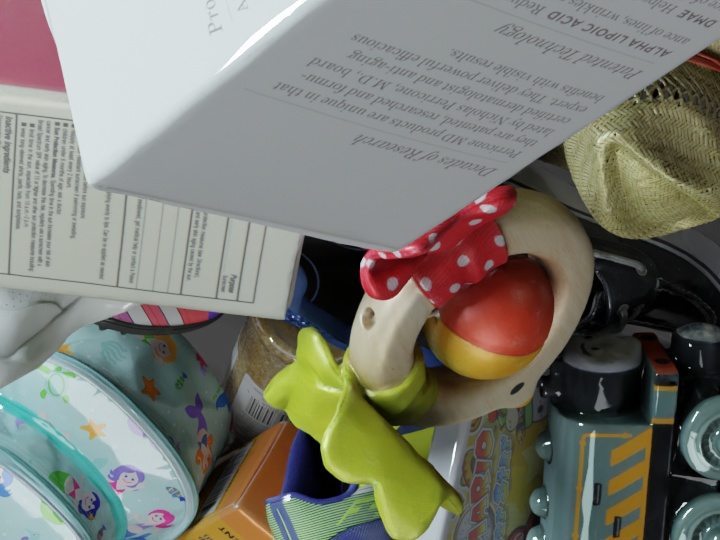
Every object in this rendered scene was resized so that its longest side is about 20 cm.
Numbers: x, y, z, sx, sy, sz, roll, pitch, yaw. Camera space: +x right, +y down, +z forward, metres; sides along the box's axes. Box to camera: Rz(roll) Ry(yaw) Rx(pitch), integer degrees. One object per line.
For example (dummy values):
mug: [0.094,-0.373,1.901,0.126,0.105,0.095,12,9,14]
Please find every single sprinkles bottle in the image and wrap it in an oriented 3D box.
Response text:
sprinkles bottle: [-0.046,0.069,1.287,0.068,0.069,0.200,9,148,-10]

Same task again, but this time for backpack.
backpack: [-0.178,0.095,1.260,0.199,0.151,0.178,-27,115,32]

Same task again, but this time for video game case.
video game case: [0.092,0.127,1.212,0.023,0.202,0.181,15,-176,39]

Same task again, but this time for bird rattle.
bird rattle: [0.038,0.012,1.062,0.162,0.113,0.201,-6,121,-40]

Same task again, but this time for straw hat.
straw hat: [0.133,-0.062,1.040,0.199,0.086,0.202,3,149,2]

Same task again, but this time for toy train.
toy train: [0.141,0.123,1.161,0.113,0.085,0.202,0,110,-7]

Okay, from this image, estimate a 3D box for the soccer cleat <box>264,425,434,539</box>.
soccer cleat: [0.009,0.085,1.211,0.064,0.200,0.084,-21,114,36]

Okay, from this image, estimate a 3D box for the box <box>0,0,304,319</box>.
box: [-0.119,-0.068,1.014,0.198,0.109,0.128,7,138,-6]

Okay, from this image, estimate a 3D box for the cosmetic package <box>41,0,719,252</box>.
cosmetic package: [0.007,-0.132,0.811,0.164,0.166,0.200,12,146,-44]

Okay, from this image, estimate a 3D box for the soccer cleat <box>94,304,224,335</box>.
soccer cleat: [-0.143,-0.023,1.153,0.199,0.069,0.073,19,131,-27]

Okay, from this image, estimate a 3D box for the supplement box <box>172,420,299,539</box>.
supplement box: [-0.078,0.152,1.299,0.066,0.069,0.200,39,147,-12]

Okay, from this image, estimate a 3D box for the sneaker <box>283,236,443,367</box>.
sneaker: [0.000,0.000,1.147,0.070,0.078,0.200,20,174,40]

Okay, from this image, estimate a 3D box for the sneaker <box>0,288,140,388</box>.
sneaker: [-0.169,0.001,1.081,0.075,0.199,0.089,0,118,57]

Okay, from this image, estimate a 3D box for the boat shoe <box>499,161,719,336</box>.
boat shoe: [0.116,0.003,1.164,0.199,0.068,0.072,26,142,-32]
